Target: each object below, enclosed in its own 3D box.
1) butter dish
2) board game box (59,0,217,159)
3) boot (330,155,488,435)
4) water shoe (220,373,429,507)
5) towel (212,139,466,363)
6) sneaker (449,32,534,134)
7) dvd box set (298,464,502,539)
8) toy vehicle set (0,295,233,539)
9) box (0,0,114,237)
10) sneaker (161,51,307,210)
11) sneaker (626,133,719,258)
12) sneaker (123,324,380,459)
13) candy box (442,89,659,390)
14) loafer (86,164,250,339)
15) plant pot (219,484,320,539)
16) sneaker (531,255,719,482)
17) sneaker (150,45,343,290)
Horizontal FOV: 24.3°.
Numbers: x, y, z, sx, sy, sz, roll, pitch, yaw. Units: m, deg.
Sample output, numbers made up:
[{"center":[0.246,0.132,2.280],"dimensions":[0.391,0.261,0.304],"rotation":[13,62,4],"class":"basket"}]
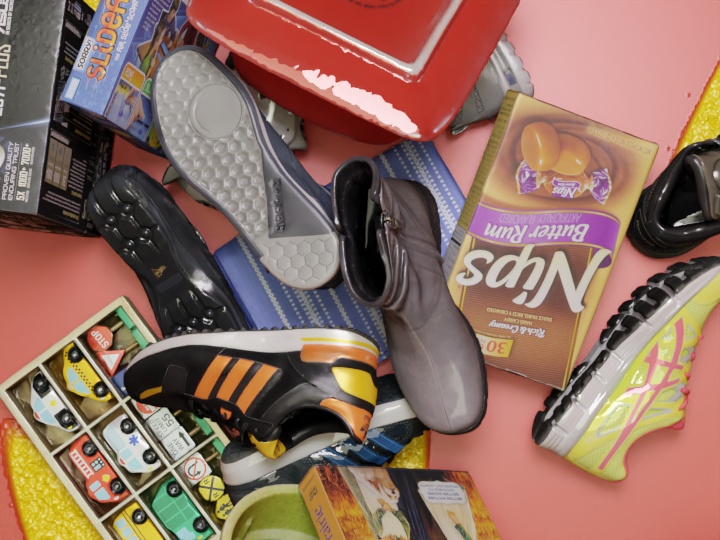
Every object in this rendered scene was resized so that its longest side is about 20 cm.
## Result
[{"center":[-0.007,-0.168,1.209],"dimensions":[0.200,0.148,0.200],"rotation":[26,58,5],"class":"butter dish"},{"center":[-0.152,-0.163,1.231],"dimensions":[0.034,0.200,0.136],"rotation":[21,87,9],"class":"board game box"},{"center":[0.026,0.024,1.177],"dimensions":[0.070,0.132,0.200],"rotation":[-21,82,17],"class":"boot"},{"center":[-0.007,0.137,1.275],"dimensions":[0.200,0.072,0.079],"rotation":[-18,106,-8],"class":"water shoe"},{"center":[0.000,0.000,1.309],"dimensions":[0.200,0.024,0.145],"rotation":[-30,84,-1],"class":"towel"},{"center":[0.049,-0.197,1.287],"dimensions":[0.082,0.075,0.200],"rotation":[-35,87,-1],"class":"sneaker"},{"center":[0.052,0.224,1.185],"dimensions":[0.146,0.200,0.029],"rotation":[7,130,-33],"class":"dvd box set"},{"center":[-0.175,0.135,1.302],"dimensions":[0.124,0.027,0.200],"rotation":[-37,86,0],"class":"toy vehicle set"},{"center":[-0.243,-0.115,1.232],"dimensions":[0.086,0.200,0.164],"rotation":[7,88,4],"class":"box"},{"center":[-0.070,-0.136,1.295],"dimensions":[0.088,0.074,0.200],"rotation":[27,95,-2],"class":"sneaker"},{"center":[0.294,-0.080,1.253],"dimensions":[0.199,0.114,0.076],"rotation":[-32,88,-1],"class":"sneaker"},{"center":[-0.084,0.094,1.215],"dimensions":[0.200,0.070,0.090],"rotation":[-6,63,16],"class":"sneaker"},{"center":[0.133,-0.023,1.263],"dimensions":[0.116,0.056,0.200],"rotation":[19,97,-9],"class":"candy box"},{"center":[-0.135,0.005,1.288],"dimensions":[0.068,0.070,0.201],"rotation":[-28,103,21],"class":"loafer"},{"center":[-0.057,0.290,1.203],"dimensions":[0.200,0.200,0.184],"rotation":[39,118,4],"class":"plant pot"},{"center":[0.223,0.076,1.272],"dimensions":[0.090,0.078,0.200],"rotation":[40,93,-7],"class":"sneaker"},{"center":[-0.074,-0.069,1.235],"dimensions":[0.077,0.146,0.202],"rotation":[-35,83,8],"class":"sneaker"}]
